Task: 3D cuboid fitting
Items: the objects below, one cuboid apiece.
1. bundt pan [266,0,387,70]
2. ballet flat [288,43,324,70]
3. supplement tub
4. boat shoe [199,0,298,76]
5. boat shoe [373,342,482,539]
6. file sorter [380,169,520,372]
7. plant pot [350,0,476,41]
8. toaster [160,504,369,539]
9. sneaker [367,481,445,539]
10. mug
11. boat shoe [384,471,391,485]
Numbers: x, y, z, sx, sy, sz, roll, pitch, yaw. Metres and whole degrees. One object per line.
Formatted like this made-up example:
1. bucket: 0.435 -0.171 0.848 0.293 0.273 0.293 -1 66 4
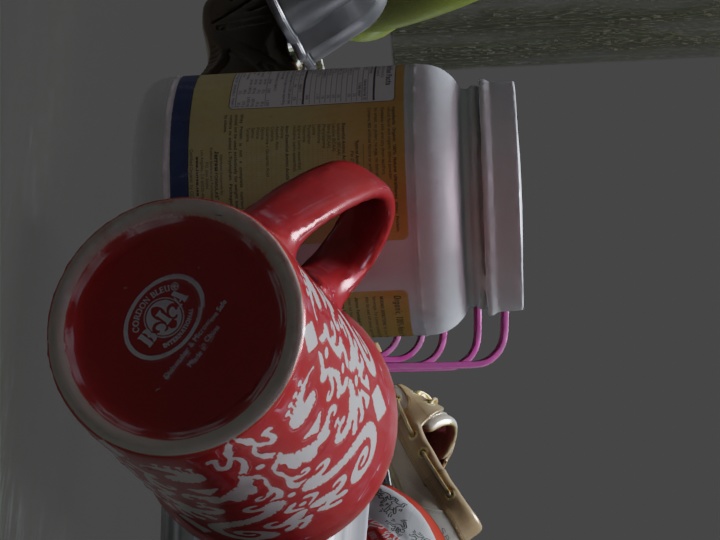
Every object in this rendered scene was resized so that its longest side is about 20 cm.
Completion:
1. bundt pan: -0.039 -0.233 1.217 0.202 0.075 0.203 -22 90 -84
2. ballet flat: -0.060 -0.133 1.384 0.201 0.072 0.074 -85 172 -59
3. supplement tub: -0.013 -0.035 1.028 0.144 0.198 0.146 -2 90 -86
4. boat shoe: -0.068 -0.104 1.214 0.201 0.071 0.065 -90 175 -51
5. boat shoe: 0.039 0.126 1.391 0.074 0.069 0.201 63 5 -49
6. file sorter: 0.000 0.000 1.232 0.200 0.138 0.127 180 -90 -72
7. plant pot: 0.032 -0.264 1.393 0.193 0.199 0.202 -30 -126 51
8. toaster: -0.050 0.124 1.044 0.200 0.113 0.130 83 8 -67
9. sneaker: 0.007 0.188 1.168 0.201 0.107 0.067 47 -68 39
10. mug: -0.060 0.027 0.866 0.200 0.132 0.179 60 34 -73
11. boat shoe: 0.009 0.183 1.283 0.069 0.056 0.201 -2 71 -64
